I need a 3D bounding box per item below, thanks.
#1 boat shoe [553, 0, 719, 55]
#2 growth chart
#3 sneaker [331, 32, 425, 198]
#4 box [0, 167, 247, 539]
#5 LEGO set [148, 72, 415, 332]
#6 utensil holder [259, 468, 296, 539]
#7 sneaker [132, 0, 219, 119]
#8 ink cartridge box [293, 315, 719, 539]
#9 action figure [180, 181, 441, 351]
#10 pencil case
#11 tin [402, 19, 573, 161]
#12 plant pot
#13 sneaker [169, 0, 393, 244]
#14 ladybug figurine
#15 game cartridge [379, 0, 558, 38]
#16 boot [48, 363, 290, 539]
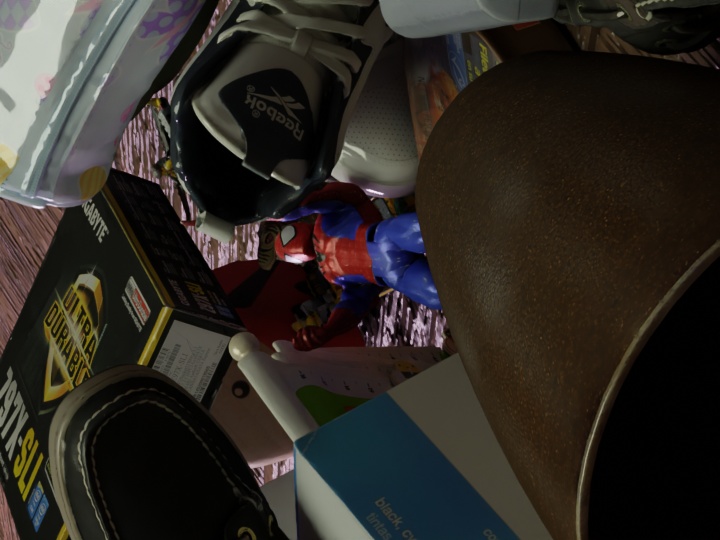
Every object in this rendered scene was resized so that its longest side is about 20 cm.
[{"bbox_3d":[0.108,-0.108,0.840,0.066,0.072,0.201,65,166,-19],"label":"boat shoe"},{"bbox_3d":[0.036,0.068,1.094,0.145,0.200,0.018,44,119,33],"label":"growth chart"},{"bbox_3d":[-0.016,-0.134,1.104,0.200,0.074,0.116,62,163,10],"label":"sneaker"},{"bbox_3d":[-0.132,0.053,1.250,0.160,0.049,0.200,-66,25,16],"label":"box"},{"bbox_3d":[-0.042,-0.038,1.220,0.154,0.116,0.200,64,161,0],"label":"LEGO set"},{"bbox_3d":[0.017,0.162,1.199,0.170,0.200,0.170,51,158,31],"label":"utensil holder"},{"bbox_3d":[-0.092,-0.148,1.105,0.067,0.090,0.200,31,122,8],"label":"sneaker"},{"bbox_3d":[0.096,0.109,0.934,0.145,0.200,0.147,47,154,34],"label":"ink cartridge box"},{"bbox_3d":[0.000,0.000,1.059,0.200,0.099,0.065,9,114,59],"label":"action figure"},{"bbox_3d":[-0.104,-0.119,1.018,0.200,0.083,0.091,-55,43,33],"label":"pencil case"},{"bbox_3d":[0.069,-0.032,1.071,0.112,0.042,0.200,47,154,48],"label":"tin"},{"bbox_3d":[0.105,0.005,0.827,0.200,0.187,0.187,46,154,52],"label":"plant pot"},{"bbox_3d":[-0.023,-0.095,1.013,0.199,0.079,0.130,-52,17,28],"label":"sneaker"},{"bbox_3d":[-0.063,0.045,1.333,0.200,0.136,0.072,-60,-27,-69],"label":"ladybug figurine"},{"bbox_3d":[0.034,-0.185,0.866,0.133,0.041,0.200,-175,81,-70],"label":"game cartridge"},{"bbox_3d":[-0.031,0.134,0.876,0.151,0.073,0.200,27,143,58],"label":"boot"}]
